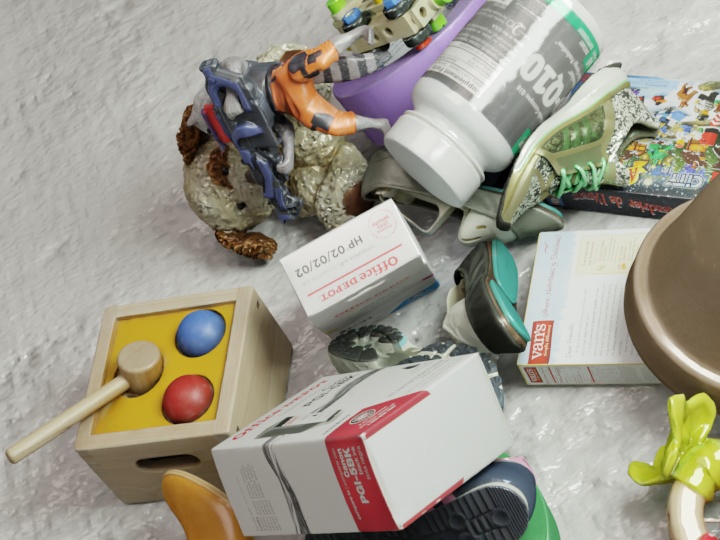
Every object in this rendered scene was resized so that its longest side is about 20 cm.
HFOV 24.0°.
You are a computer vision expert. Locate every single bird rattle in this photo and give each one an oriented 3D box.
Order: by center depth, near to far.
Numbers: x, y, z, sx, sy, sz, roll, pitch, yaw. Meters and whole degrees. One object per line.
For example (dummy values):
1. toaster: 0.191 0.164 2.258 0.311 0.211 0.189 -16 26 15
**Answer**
1. bird rattle: 0.283 0.194 1.293 0.161 0.113 0.202 -2 56 4

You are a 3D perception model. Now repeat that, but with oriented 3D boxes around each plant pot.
1. plant pot: 0.323 -0.008 1.333 0.198 0.175 0.202 3 57 -5

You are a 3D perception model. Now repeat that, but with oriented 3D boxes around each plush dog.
1. plush dog: -0.097 -0.110 1.677 0.171 0.202 0.160 -28 14 -10

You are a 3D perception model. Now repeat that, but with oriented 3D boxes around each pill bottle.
1. pill bottle: 0.118 -0.163 1.525 0.200 0.113 0.113 -50 50 -7

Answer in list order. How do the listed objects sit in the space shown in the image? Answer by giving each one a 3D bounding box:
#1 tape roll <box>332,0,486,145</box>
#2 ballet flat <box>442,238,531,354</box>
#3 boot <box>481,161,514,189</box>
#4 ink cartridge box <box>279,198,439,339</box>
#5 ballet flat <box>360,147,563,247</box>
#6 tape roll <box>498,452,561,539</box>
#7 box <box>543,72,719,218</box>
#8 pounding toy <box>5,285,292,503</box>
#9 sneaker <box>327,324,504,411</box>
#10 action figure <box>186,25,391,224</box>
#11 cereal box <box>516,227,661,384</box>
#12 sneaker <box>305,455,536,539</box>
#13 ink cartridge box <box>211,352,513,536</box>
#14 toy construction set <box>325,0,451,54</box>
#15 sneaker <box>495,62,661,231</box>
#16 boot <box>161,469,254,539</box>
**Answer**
1. tape roll: 0.068 -0.215 1.667 0.199 0.066 0.201 -37 18 14
2. ballet flat: 0.109 0.035 1.485 0.068 0.068 0.200 -34 14 13
3. boot: 0.143 -0.152 1.656 0.097 0.075 0.200 37 73 20
4. ink cartridge box: 0.000 0.000 1.501 0.114 0.200 0.068 -29 80 2
5. ballet flat: 0.092 -0.055 1.583 0.198 0.067 0.064 22 79 18
6. tape roll: 0.065 0.237 1.392 0.198 0.048 0.202 -13 51 16
7. box: 0.277 -0.115 1.570 0.198 0.038 0.138 8 58 30
8. pounding toy: -0.188 0.118 1.540 0.198 0.143 0.186 -8 51 19
9. sneaker: 0.057 0.109 1.463 0.077 0.087 0.199 -30 30 -28
10. action figure: -0.065 -0.145 1.570 0.191 0.201 0.105 -4 46 13
11. cereal box: 0.243 0.030 1.473 0.198 0.040 0.145 -2 55 25
12. sneaker: 0.053 0.199 1.366 0.198 0.071 0.082 -14 17 23
13. ink cartridge box: -0.002 0.141 1.350 0.146 0.084 0.199 -31 12 -40
14. toy construction set: 0.042 -0.265 1.603 0.131 0.092 0.200 -53 11 -32
15. sneaker: 0.199 -0.099 1.518 0.088 0.077 0.200 39 70 15
16. boot: -0.137 0.271 1.427 0.200 0.071 0.144 35 63 24
